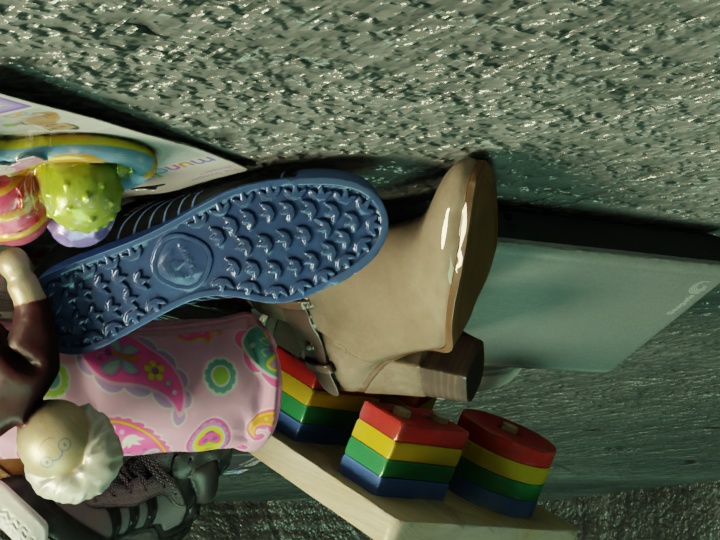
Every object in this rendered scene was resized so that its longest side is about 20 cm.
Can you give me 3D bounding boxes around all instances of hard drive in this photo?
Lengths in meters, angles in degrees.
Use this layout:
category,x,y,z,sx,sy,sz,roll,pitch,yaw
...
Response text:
category,x,y,z,sx,sy,sz,roll,pitch,yaw
hard drive,0.117,0.016,0.989,0.198,0.033,0.140,5,146,-33

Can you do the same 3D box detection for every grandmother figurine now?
category,x,y,z,sx,sy,sz,roll,pitch,yaw
grandmother figurine,-0.201,0.045,0.789,0.121,0.200,0.061,-42,-164,18

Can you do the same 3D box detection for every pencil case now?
category,x,y,z,sx,sy,sz,roll,pitch,yaw
pencil case,-0.145,0.063,0.890,0.197,0.089,0.087,2,167,-23

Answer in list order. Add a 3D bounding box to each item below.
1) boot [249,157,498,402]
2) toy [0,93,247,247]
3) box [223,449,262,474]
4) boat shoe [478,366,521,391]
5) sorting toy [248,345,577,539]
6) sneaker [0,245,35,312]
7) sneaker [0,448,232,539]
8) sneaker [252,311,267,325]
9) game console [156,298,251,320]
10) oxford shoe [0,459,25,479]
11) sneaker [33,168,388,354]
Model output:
category,x,y,z,sx,sy,sz,roll,pitch,yaw
boot,0.000,0.000,0.883,0.145,0.070,0.202,19,137,18
toy,-0.153,-0.038,0.738,0.114,0.048,0.199,-9,166,28
box,-0.174,0.106,1.268,0.197,0.109,0.148,1,167,-18
boat shoe,0.052,0.028,1.064,0.198,0.072,0.069,16,123,-38
sorting toy,0.025,0.108,1.037,0.199,0.070,0.198,27,-171,41
sneaker,-0.237,0.030,0.961,0.087,0.083,0.200,1,168,-8
sneaker,-0.146,0.122,0.949,0.075,0.114,0.200,35,179,24
sneaker,-0.061,0.050,1.135,0.197,0.076,0.089,-16,160,9
game console,-0.191,0.073,1.066,0.171,0.120,0.199,16,162,-26
oxford shoe,-0.233,0.134,0.964,0.198,0.072,0.071,-23,177,-22
sneaker,-0.082,-0.016,0.835,0.197,0.071,0.078,-15,-157,5
